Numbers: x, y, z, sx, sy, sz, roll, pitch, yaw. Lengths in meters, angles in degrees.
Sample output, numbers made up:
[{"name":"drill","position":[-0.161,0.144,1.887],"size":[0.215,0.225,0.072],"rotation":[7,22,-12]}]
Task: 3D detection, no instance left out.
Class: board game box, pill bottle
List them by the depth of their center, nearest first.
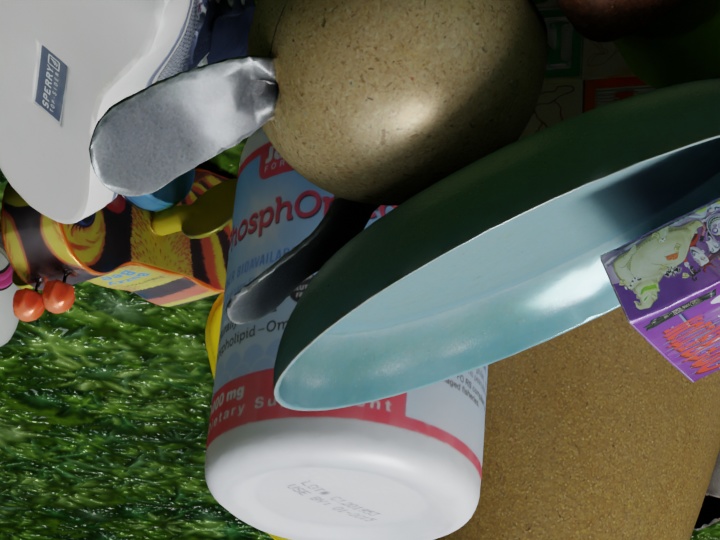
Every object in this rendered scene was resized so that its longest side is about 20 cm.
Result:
[{"name":"board game box","position":[0.154,-0.005,0.753],"size":[0.119,0.033,0.200],"rotation":[-22,167,11]},{"name":"pill bottle","position":[0.000,0.000,0.864],"size":[0.108,0.202,0.109],"rotation":[4,155,2]}]

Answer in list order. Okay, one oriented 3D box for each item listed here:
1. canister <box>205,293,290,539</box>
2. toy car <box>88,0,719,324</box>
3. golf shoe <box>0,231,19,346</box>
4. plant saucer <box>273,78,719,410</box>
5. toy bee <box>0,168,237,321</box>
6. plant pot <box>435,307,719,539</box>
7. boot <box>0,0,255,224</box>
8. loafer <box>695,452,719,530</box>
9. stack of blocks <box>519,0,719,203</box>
[{"name":"canister","position":[0.002,0.088,1.076],"size":[0.086,0.150,0.200],"rotation":[-23,157,10]},{"name":"toy car","position":[0.005,-0.081,0.658],"size":[0.157,0.200,0.164],"rotation":[35,171,41]},{"name":"golf shoe","position":[-0.224,0.003,1.040],"size":[0.072,0.093,0.200],"rotation":[-5,154,17]},{"name":"plant saucer","position":[0.060,-0.010,0.683],"size":[0.199,0.028,0.200],"rotation":[-22,167,-5]},{"name":"toy bee","position":[-0.123,-0.019,0.956],"size":[0.199,0.110,0.131],"rotation":[19,152,-28]},{"name":"plant pot","position":[0.090,0.053,0.962],"size":[0.184,0.202,0.187],"rotation":[4,156,2]},{"name":"boot","position":[-0.073,-0.099,0.732],"size":[0.073,0.090,0.200],"rotation":[44,150,6]},{"name":"loafer","position":[0.205,0.087,1.156],"size":[0.072,0.072,0.200],"rotation":[5,155,0]},{"name":"stack of blocks","position":[0.126,-0.082,0.773],"size":[0.198,0.116,0.059],"rotation":[-3,154,15]}]
